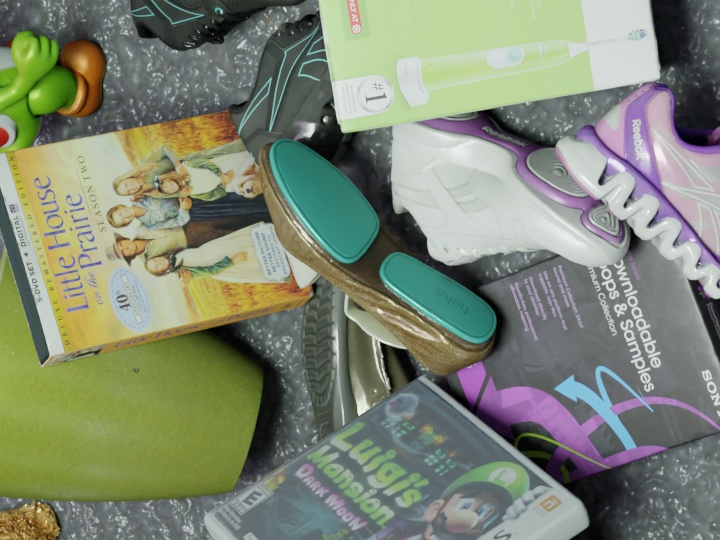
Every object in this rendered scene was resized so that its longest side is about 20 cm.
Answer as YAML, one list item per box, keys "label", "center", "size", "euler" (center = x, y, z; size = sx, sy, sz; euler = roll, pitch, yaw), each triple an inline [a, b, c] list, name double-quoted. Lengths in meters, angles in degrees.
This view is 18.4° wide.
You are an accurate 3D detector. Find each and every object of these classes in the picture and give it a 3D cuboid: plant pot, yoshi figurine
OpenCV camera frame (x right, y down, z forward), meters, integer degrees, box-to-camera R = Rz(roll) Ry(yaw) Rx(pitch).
- label: "plant pot"
  center: [-0.175, 0.086, 1.567]
  size: [0.198, 0.187, 0.189]
  euler: [15, 113, -10]
- label: "yoshi figurine"
  center: [-0.276, -0.147, 1.576]
  size: [0.112, 0.199, 0.113]
  euler: [49, 122, 15]

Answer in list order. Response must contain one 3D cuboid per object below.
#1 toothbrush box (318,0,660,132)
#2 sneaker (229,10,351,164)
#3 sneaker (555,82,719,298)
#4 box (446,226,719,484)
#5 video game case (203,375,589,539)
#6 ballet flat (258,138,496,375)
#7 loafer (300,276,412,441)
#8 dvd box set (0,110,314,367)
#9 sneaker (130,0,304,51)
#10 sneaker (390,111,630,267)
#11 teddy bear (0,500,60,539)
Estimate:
- label: "toothbrush box"
  center: [0.074, -0.173, 1.363]
  size: [0.198, 0.086, 0.147]
  euler: [-10, 96, 4]
- label: "sneaker"
  center: [-0.024, -0.146, 1.481]
  size: [0.079, 0.075, 0.201]
  euler: [46, 119, 20]
- label: "sneaker"
  center: [0.215, -0.038, 1.335]
  size: [0.200, 0.081, 0.089]
  euler: [40, 97, -10]
- label: "box"
  center: [0.148, 0.058, 1.446]
  size: [0.199, 0.036, 0.144]
  euler: [-23, 87, 33]
- label: "video game case"
  center: [0.018, 0.157, 1.399]
  size: [0.200, 0.181, 0.023]
  euler: [37, 153, 54]
- label: "ballet flat"
  center: [0.000, 0.000, 1.461]
  size: [0.199, 0.068, 0.072]
  euler: [38, 135, -1]
- label: "loafer"
  center: [0.004, 0.086, 1.534]
  size: [0.075, 0.069, 0.202]
  euler: [171, 95, -70]
- label: "dvd box set"
  center: [-0.143, -0.026, 1.512]
  size: [0.029, 0.198, 0.148]
  euler: [-40, 65, 60]
- label: "sneaker"
  center: [-0.096, -0.189, 1.516]
  size: [0.199, 0.075, 0.080]
  euler: [16, 110, 51]
- label: "sneaker"
  center: [0.095, -0.039, 1.438]
  size: [0.199, 0.074, 0.100]
  euler: [32, 123, 39]
- label: "teddy bear"
  center: [-0.251, 0.285, 1.733]
  size: [0.144, 0.067, 0.202]
  euler: [-4, 99, 31]
